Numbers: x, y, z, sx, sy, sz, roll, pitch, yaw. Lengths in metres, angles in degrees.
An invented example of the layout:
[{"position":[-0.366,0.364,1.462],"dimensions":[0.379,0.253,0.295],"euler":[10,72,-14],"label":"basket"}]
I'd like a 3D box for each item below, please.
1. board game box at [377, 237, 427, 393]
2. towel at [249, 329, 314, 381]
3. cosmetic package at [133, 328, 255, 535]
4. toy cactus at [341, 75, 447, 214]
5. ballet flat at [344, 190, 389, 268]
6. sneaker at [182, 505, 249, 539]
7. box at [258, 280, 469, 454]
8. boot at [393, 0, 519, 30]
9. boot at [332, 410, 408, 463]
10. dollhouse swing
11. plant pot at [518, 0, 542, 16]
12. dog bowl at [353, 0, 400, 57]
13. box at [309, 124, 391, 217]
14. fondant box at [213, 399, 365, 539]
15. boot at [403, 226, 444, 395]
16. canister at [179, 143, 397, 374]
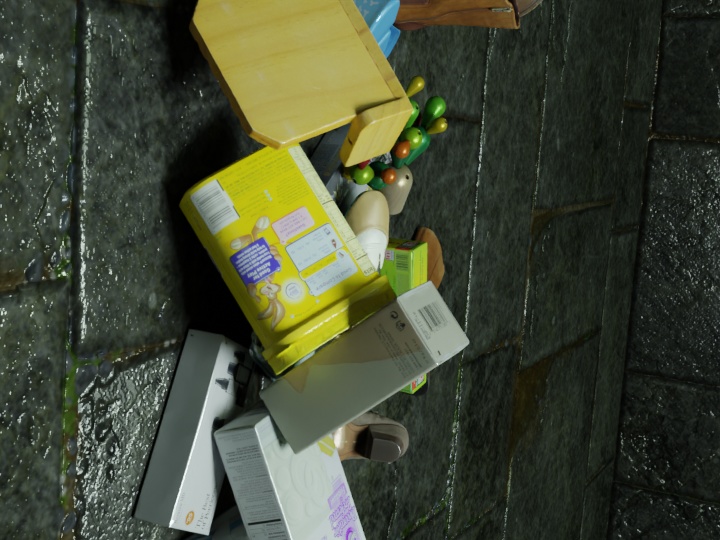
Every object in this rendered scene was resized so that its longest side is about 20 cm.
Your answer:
[{"position":[0.036,0.058,1.445],"dimensions":[0.048,0.101,0.202],"euler":[-28,122,-57],"label":"board game box"},{"position":[-0.075,0.038,1.213],"dimensions":[0.200,0.048,0.173],"euler":[72,27,-73],"label":"towel"},{"position":[-0.170,0.171,1.122],"dimensions":[0.082,0.050,0.202],"euler":[37,64,-59],"label":"cosmetic package"},{"position":[0.038,-0.143,1.326],"dimensions":[0.200,0.101,0.166],"euler":[-58,162,-44],"label":"toy cactus"},{"position":[0.000,0.000,1.298],"dimensions":[0.068,0.063,0.201],"euler":[-1,125,-29],"label":"ballet flat"},{"position":[-0.149,0.318,1.150],"dimensions":[0.200,0.080,0.077],"euler":[-39,114,-49],"label":"sneaker"},{"position":[0.002,0.100,1.086],"dimensions":[0.078,0.199,0.095],"euler":[57,27,5],"label":"box"},{"position":[0.081,-0.338,1.298],"dimensions":[0.188,0.198,0.069],"euler":[36,66,-60],"label":"boot"},{"position":[-0.031,0.199,1.357],"dimensions":[0.146,0.199,0.071],"euler":[-155,-93,-81],"label":"boot"},{"position":[-0.074,-0.199,1.104],"dimensions":[0.175,0.201,0.182],"euler":[-28,173,-15],"label":"dollhouse swing"},{"position":[0.151,-0.455,1.452],"dimensions":[0.198,0.199,0.202],"euler":[-7,103,-55],"label":"plant pot"},{"position":[0.003,-0.278,1.248],"dimensions":[0.112,0.049,0.200],"euler":[-51,175,-19],"label":"dog bowl"},{"position":[-0.010,-0.106,1.367],"dimensions":[0.201,0.048,0.159],"euler":[-61,147,-36],"label":"box"},{"position":[-0.072,0.240,1.156],"dimensions":[0.144,0.058,0.202],"euler":[-30,106,-63],"label":"fondant box"},{"position":[0.086,0.066,1.620],"dimensions":[0.189,0.068,0.201],"euler":[66,33,-36],"label":"boot"},{"position":[-0.075,-0.019,1.080],"dimensions":[0.148,0.087,0.201],"euler":[-30,87,-23],"label":"canister"}]
